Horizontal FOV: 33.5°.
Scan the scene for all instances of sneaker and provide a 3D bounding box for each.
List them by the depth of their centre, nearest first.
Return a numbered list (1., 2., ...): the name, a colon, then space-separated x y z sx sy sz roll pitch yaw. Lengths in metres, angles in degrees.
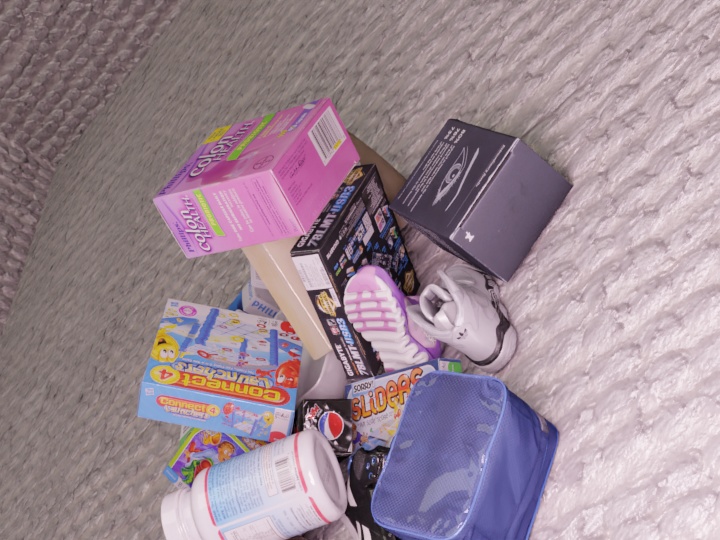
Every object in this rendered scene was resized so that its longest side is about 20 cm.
1. sneaker: 0.031 0.266 1.346 0.200 0.072 0.113 39 122 56
2. sneaker: 0.111 0.033 1.432 0.075 0.114 0.201 -49 28 16
3. sneaker: 0.049 0.058 1.464 0.080 0.201 0.089 5 49 38

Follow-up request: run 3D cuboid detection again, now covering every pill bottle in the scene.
1. pill bottle: -0.123 0.264 1.373 0.198 0.109 0.109 -22 37 11

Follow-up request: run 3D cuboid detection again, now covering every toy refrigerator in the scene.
1. toy refrigerator: -0.079 0.013 1.603 0.076 0.201 0.070 -33 -1 -30

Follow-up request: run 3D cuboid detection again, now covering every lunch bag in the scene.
1. lunch bag: 0.113 0.219 1.233 0.135 0.132 0.202 6 68 46

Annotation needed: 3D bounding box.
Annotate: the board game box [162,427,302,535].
1. board game box: -0.151 0.286 1.575 0.135 0.200 0.045 -53 -12 29

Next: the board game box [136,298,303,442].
1. board game box: -0.178 0.129 1.573 0.197 0.197 0.056 -88 10 -59

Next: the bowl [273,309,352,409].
1. bowl: -0.070 0.128 1.726 0.199 0.074 0.202 -31 39 46

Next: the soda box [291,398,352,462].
1. soda box: -0.051 0.208 1.517 0.200 0.062 0.072 121 149 -75

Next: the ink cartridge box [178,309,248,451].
1. ink cartridge box: -0.186 0.181 1.711 0.146 0.084 0.201 -44 31 33

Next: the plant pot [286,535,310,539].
1. plant pot: -0.080 0.408 1.345 0.201 0.199 0.198 -57 19 9

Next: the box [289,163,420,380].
1. box: 0.000 0.000 1.528 0.049 0.200 0.201 -4 35 28

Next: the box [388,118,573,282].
1. box: 0.146 -0.092 1.497 0.149 0.104 0.200 -55 26 0

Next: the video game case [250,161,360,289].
1. video game case: -0.078 -0.061 1.650 0.180 0.024 0.203 10 111 30

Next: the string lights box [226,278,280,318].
1. string lights box: -0.186 0.116 1.921 0.200 0.102 0.059 -50 27 24

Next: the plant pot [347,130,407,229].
1. plant pot: -0.040 -0.125 1.711 0.187 0.201 0.187 -36 12 9

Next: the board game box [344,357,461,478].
1. board game box: 0.051 0.189 1.436 0.199 0.034 0.137 -24 64 53

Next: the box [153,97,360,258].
1. box: -0.131 -0.118 1.530 0.198 0.097 0.176 -11 31 35
